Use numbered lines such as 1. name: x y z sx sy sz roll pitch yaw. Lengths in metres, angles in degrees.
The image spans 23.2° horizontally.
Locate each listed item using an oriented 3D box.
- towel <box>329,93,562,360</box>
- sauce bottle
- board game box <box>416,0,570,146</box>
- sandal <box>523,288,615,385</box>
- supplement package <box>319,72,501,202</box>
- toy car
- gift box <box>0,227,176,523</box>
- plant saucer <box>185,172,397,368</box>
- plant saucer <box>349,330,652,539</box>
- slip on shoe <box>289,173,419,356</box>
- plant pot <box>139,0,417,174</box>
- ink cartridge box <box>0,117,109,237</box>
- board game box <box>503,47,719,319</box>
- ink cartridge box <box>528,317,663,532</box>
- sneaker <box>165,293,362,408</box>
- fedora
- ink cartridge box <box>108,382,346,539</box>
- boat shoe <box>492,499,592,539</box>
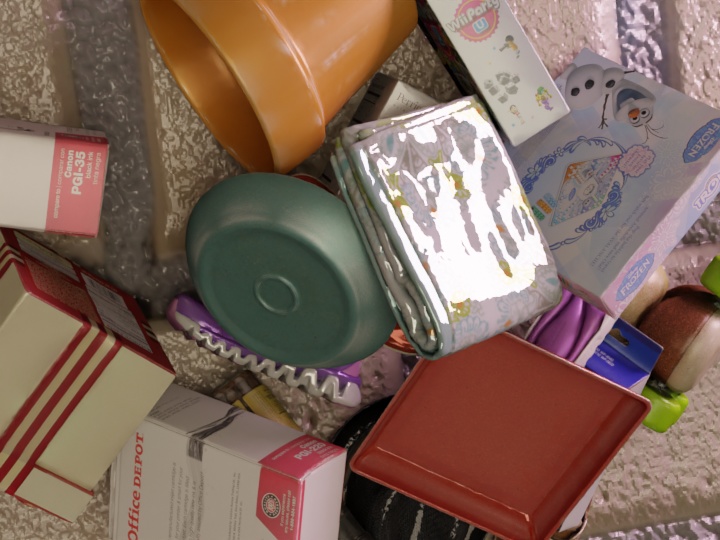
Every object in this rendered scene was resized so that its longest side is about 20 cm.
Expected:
1. towel: 0.075 -0.040 1.444 0.171 0.048 0.201 -21 87 -41
2. sauce bottle: -0.063 0.185 1.595 0.065 0.065 0.200 -38 81 -1
3. board game box: 0.094 -0.216 1.539 0.064 0.148 0.200 -33 103 -1
4. sandal: 0.202 0.011 1.558 0.082 0.050 0.203 17 75 28
5. supplement package: 0.022 -0.063 1.573 0.113 0.110 0.200 27 95 -13
6. toy car: 0.251 0.025 1.637 0.200 0.158 0.165 35 99 13
7. gift box: -0.287 0.091 1.510 0.184 0.200 0.187 34 97 -26
8. plant saucer: -0.065 0.012 1.471 0.199 0.036 0.201 13 130 16
9. plant saucer: 0.121 0.136 1.542 0.199 0.037 0.200 25 121 -13
10. slip on shoe: 0.000 0.000 1.494 0.074 0.061 0.200 -42 105 -1
11. plant pot: -0.059 -0.209 1.499 0.183 0.200 0.201 -36 104 -14
12. ink cartridge box: -0.319 -0.087 1.492 0.199 0.147 0.083 7 98 -11
13. board game box: 0.212 -0.082 1.549 0.200 0.199 0.043 -50 135 -7
14. ink cartridge box: 0.191 0.129 1.593 0.039 0.099 0.201 -8 126 -49
15. sneaker: -0.078 0.053 1.600 0.200 0.080 0.089 22 89 -18
16. fedora: 0.051 0.219 1.638 0.200 0.092 0.201 -2 101 -10
17. ink cartridge box: -0.120 0.202 1.547 0.199 0.085 0.146 17 114 26
18. boat shoe: 0.178 0.239 1.675 0.075 0.072 0.201 13 98 -12
